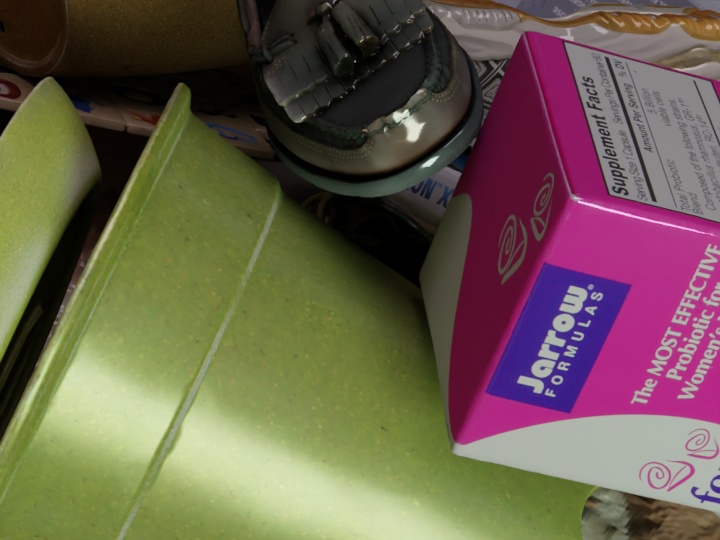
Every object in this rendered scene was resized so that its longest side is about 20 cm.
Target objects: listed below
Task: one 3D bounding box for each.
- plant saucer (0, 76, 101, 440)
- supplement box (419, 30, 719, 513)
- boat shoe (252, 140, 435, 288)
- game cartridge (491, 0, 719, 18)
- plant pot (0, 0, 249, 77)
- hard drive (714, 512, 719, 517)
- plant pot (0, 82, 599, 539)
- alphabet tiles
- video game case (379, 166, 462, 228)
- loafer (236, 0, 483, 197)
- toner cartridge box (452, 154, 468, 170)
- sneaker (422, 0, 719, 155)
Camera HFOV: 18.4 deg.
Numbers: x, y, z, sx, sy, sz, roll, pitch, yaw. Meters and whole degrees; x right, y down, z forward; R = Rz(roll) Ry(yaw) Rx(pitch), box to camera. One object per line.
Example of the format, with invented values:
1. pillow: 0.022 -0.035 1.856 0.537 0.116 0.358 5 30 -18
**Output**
1. plant saucer: -0.131 0.032 0.745 0.031 0.200 0.200 24 39 -4
2. supplement box: 0.131 0.011 0.703 0.200 0.101 0.103 13 33 -13
3. boat shoe: 0.002 -0.001 0.931 0.072 0.060 0.202 -20 51 -35
4. game cartridge: 0.120 -0.074 0.944 0.200 0.040 0.133 37 82 -5
5. plant pot: -0.074 -0.162 0.949 0.200 0.186 0.186 -28 56 -35
6. hard drive: 0.148 0.073 0.828 0.132 0.027 0.200 41 9 27
7. plant pot: -0.022 0.065 0.771 0.190 0.200 0.200 26 39 -7
8. alphabet tiles: -0.122 -0.088 0.974 0.200 0.006 0.166 10 18 -24
9. video game case: 0.089 0.002 0.862 0.200 0.022 0.182 26 2 -25
10. loafer: -0.016 -0.088 0.764 0.072 0.063 0.200 -32 28 1
11. toner cartridge box: 0.105 -0.061 1.048 0.200 0.043 0.095 38 46 26
12. sneaker: 0.056 -0.064 0.883 0.200 0.088 0.076 5 13 0
